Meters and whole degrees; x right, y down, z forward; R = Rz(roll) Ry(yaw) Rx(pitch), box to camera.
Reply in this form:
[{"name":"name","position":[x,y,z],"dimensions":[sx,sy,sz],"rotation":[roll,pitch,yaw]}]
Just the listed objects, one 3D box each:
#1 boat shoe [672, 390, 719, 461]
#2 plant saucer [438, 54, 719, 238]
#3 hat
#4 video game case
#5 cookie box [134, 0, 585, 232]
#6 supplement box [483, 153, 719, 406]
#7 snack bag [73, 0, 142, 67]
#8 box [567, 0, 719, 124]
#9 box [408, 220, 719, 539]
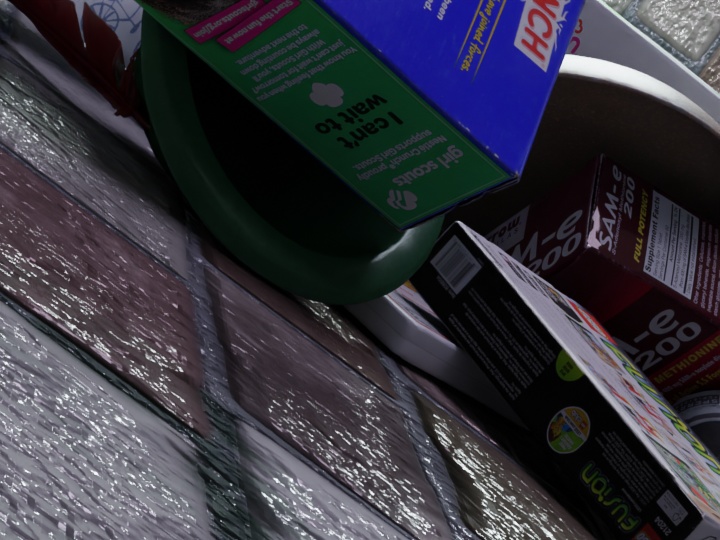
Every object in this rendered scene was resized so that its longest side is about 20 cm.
[{"name":"boat shoe","position":[0.210,0.130,1.423],"dimensions":[0.200,0.069,0.057],"rotation":[38,37,-34]},{"name":"plant saucer","position":[0.095,-0.039,1.410],"dimensions":[0.200,0.200,0.035],"rotation":[35,49,-29]},{"name":"hat","position":[-0.079,-0.059,1.256],"dimensions":[0.166,0.176,0.200],"rotation":[16,62,-41]},{"name":"video game case","position":[0.000,0.000,1.330],"dimensions":[0.200,0.017,0.143],"rotation":[42,7,40]},{"name":"cookie box","position":[-0.004,-0.145,1.179],"dimensions":[0.200,0.171,0.075],"rotation":[40,-39,-24]},{"name":"supplement box","position":[0.152,0.035,1.415],"dimensions":[0.200,0.109,0.061],"rotation":[30,48,-23]},{"name":"snack bag","position":[-0.035,-0.152,1.443],"dimensions":[0.200,0.189,0.021],"rotation":[34,-8,-1]},{"name":"box","position":[0.077,-0.068,1.561],"dimensions":[0.200,0.177,0.097],"rotation":[35,6,-30]},{"name":"box","position":[0.106,0.068,1.237],"dimensions":[0.110,0.035,0.200],"rotation":[33,13,-45]}]
